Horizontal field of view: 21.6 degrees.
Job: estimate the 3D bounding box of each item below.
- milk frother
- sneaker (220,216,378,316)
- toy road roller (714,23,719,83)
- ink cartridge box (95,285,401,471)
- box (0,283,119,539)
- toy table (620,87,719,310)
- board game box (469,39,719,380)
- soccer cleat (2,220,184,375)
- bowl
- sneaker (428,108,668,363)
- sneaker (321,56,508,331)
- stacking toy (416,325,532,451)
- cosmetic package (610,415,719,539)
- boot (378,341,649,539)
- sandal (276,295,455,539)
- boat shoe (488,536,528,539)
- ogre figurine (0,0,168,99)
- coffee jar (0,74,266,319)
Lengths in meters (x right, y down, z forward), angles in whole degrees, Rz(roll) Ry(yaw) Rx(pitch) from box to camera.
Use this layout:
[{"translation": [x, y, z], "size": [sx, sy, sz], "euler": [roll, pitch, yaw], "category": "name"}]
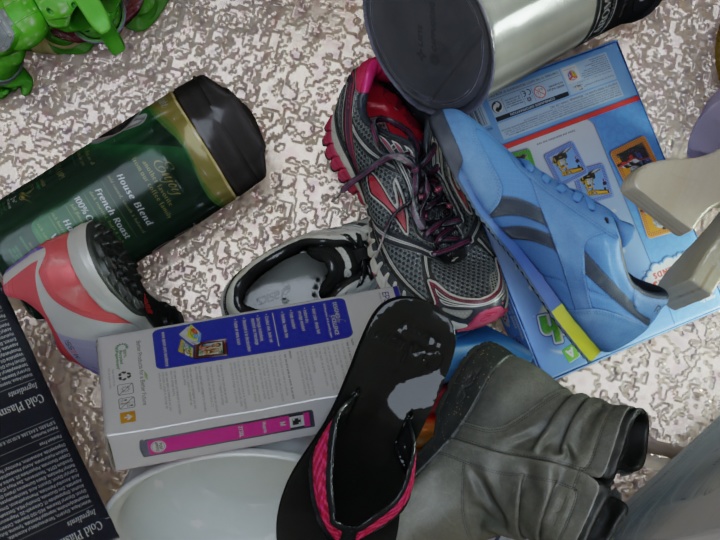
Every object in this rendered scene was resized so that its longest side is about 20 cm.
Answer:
[{"translation": [0.075, -0.229, 1.253], "size": [0.187, 0.199, 0.182], "euler": [-30, 130, -36], "category": "milk frother"}, {"translation": [0.000, 0.000, 1.286], "size": [0.198, 0.088, 0.076], "euler": [-24, 84, -3], "category": "sneaker"}, {"translation": [0.337, -0.139, 1.260], "size": [0.198, 0.146, 0.124], "euler": [9, 84, 1], "category": "toy road roller"}, {"translation": [-0.064, 0.065, 1.178], "size": [0.198, 0.095, 0.037], "euler": [-12, 129, -3], "category": "ink cartridge box"}, {"translation": [-0.281, 0.136, 1.220], "size": [0.199, 0.104, 0.183], "euler": [-31, 84, 42], "category": "box"}, {"translation": [0.263, -0.045, 1.204], "size": [0.183, 0.200, 0.118], "euler": [31, 66, 0], "category": "toy table"}, {"translation": [0.146, -0.040, 1.292], "size": [0.150, 0.037, 0.202], "euler": [-20, 85, -19], "category": "board game box"}, {"translation": [-0.162, 0.046, 1.251], "size": [0.073, 0.200, 0.069], "euler": [-20, 48, 11], "category": "soccer cleat"}, {"translation": [-0.071, 0.152, 1.251], "size": [0.199, 0.202, 0.091], "euler": [0, 44, 1], "category": "bowl"}, {"translation": [0.122, -0.036, 1.206], "size": [0.078, 0.066, 0.201], "euler": [-36, 106, 11], "category": "sneaker"}, {"translation": [0.034, -0.048, 1.238], "size": [0.080, 0.075, 0.201], "euler": [-19, 64, -25], "category": "sneaker"}, {"translation": [0.043, 0.133, 1.276], "size": [0.115, 0.109, 0.202], "euler": [-9, 108, -30], "category": "stacking toy"}, {"translation": [0.269, 0.156, 1.178], "size": [0.199, 0.200, 0.123], "euler": [-38, 93, -25], "category": "cosmetic package"}, {"translation": [0.086, 0.152, 1.158], "size": [0.130, 0.068, 0.201], "euler": [28, 91, 32], "category": "boot"}, {"translation": [0.002, 0.113, 1.122], "size": [0.074, 0.045, 0.202], "euler": [18, 100, -9], "category": "sandal"}, {"translation": [0.073, 0.219, 1.257], "size": [0.067, 0.073, 0.201], "euler": [39, 120, 27], "category": "boat shoe"}, {"translation": [-0.184, -0.189, 1.287], "size": [0.198, 0.120, 0.099], "euler": [-13, 85, -1], "category": "ogre figurine"}, {"translation": [-0.157, -0.053, 1.283], "size": [0.199, 0.104, 0.086], "euler": [-33, 101, -1], "category": "coffee jar"}]
